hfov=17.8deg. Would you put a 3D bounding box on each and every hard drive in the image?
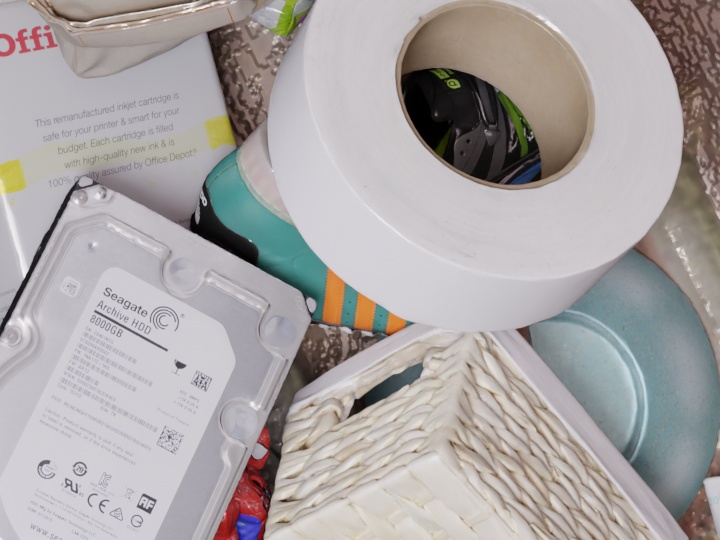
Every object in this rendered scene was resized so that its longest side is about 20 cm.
[{"bbox_3d":[-0.120,0.071,1.124,0.139,0.038,0.201,29,67,-11],"label":"hard drive"}]

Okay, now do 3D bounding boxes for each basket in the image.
[{"bbox_3d":[0.060,0.139,1.181,0.135,0.124,0.200,-30,114,28],"label":"basket"}]

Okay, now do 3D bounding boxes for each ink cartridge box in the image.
[{"bbox_3d":[-0.142,-0.045,1.218,0.145,0.083,0.201,-14,90,-33],"label":"ink cartridge box"}]

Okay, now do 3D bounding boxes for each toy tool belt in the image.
[{"bbox_3d":[-0.081,-0.184,1.107,0.199,0.123,0.125,-25,46,9],"label":"toy tool belt"}]

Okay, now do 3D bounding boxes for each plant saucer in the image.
[{"bbox_3d":[0.102,0.075,1.271,0.200,0.039,0.202,0,90,0],"label":"plant saucer"}]

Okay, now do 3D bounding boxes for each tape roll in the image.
[{"bbox_3d":[0.056,-0.074,1.147,0.201,0.071,0.203,7,65,-16],"label":"tape roll"}]

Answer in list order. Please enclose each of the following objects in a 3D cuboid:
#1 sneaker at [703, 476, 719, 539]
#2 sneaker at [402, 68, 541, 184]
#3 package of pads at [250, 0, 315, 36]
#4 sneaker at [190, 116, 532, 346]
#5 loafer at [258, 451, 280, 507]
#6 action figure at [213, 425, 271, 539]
[{"bbox_3d":[0.283,0.097,1.262,0.199,0.075,0.089,-29,78,0],"label":"sneaker"},{"bbox_3d":[0.071,-0.090,1.245,0.200,0.071,0.083,-47,131,0],"label":"sneaker"},{"bbox_3d":[-0.078,-0.238,1.240,0.200,0.068,0.155,34,71,0],"label":"package of pads"},{"bbox_3d":[0.000,0.000,1.212,0.200,0.072,0.080,36,127,-21],"label":"sneaker"},{"bbox_3d":[-0.133,0.105,1.261,0.199,0.070,0.070,20,126,-5],"label":"loafer"},{"bbox_3d":[-0.062,0.164,1.216,0.051,0.066,0.201,4,119,7],"label":"action figure"}]
